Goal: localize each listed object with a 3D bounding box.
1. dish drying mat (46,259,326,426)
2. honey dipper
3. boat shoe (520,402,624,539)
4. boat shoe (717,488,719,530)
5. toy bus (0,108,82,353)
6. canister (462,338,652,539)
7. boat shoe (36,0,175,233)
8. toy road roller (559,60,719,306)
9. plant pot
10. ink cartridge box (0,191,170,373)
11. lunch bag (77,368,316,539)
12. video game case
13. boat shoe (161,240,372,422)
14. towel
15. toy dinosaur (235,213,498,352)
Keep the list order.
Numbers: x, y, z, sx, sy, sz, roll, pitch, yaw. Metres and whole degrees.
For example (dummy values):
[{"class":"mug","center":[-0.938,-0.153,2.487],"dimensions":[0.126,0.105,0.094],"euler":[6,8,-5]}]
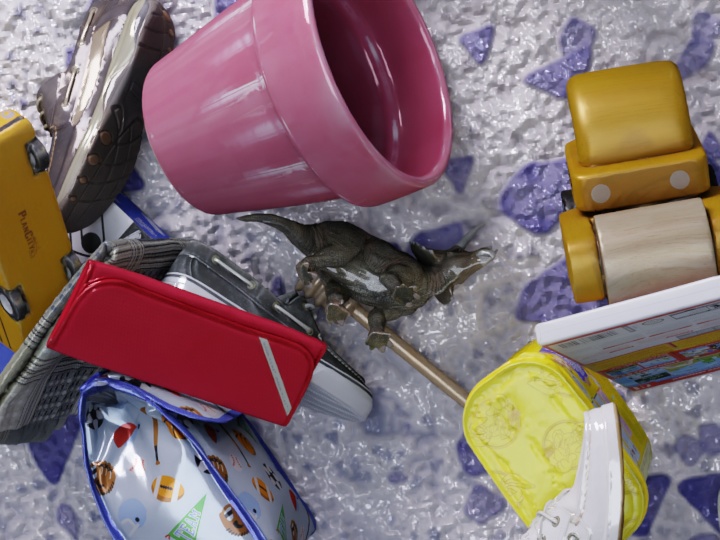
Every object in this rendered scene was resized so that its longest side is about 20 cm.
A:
[{"class":"dish drying mat","center":[-0.125,0.055,1.614],"dimensions":[0.200,0.018,0.077],"euler":[20,108,-26]},{"class":"honey dipper","center":[0.036,0.063,1.715],"dimensions":[0.200,0.038,0.038],"euler":[39,101,3]},{"class":"boat shoe","center":[0.142,0.187,1.484],"dimensions":[0.069,0.071,0.201],"euler":[5,98,8]},{"class":"boat shoe","center":[0.311,0.255,1.675],"dimensions":[0.062,0.072,0.201],"euler":[-1,92,35]},{"class":"toy bus","center":[-0.262,-0.030,1.639],"dimensions":[0.078,0.065,0.200],"euler":[32,146,41]},{"class":"canister","center":[0.151,0.124,1.615],"dimensions":[0.086,0.200,0.149],"euler":[-36,88,12]},{"class":"boat shoe","center":[-0.211,-0.123,1.712],"dimensions":[0.073,0.075,0.200],"euler":[14,71,23]},{"class":"toy road roller","center":[0.201,-0.067,1.588],"dimensions":[0.123,0.200,0.146],"euler":[-10,108,4]},{"class":"plant pot","center":[-0.056,-0.129,1.644],"dimensions":[0.179,0.200,0.200],"euler":[-20,92,26]},{"class":"ink cartridge box","center":[-0.251,0.018,1.758],"dimensions":[0.094,0.044,0.200],"euler":[44,101,5]},{"class":"lunch bag","center":[-0.133,0.155,1.685],"dimensions":[0.124,0.170,0.200],"euler":[-34,88,9]},{"class":"video game case","center":[0.229,0.048,1.586],"dimensions":[0.143,0.200,0.017],"euler":[-16,70,23]},{"class":"boat shoe","center":[-0.064,0.045,1.698],"dimensions":[0.200,0.072,0.071],"euler":[36,66,-22]},{"class":"towel","center":[-0.209,0.058,1.680],"dimensions":[0.035,0.193,0.200],"euler":[40,100,10]},{"class":"toy dinosaur","center":[0.000,0.000,1.679],"dimensions":[0.200,0.102,0.077],"euler":[13,118,2]}]
